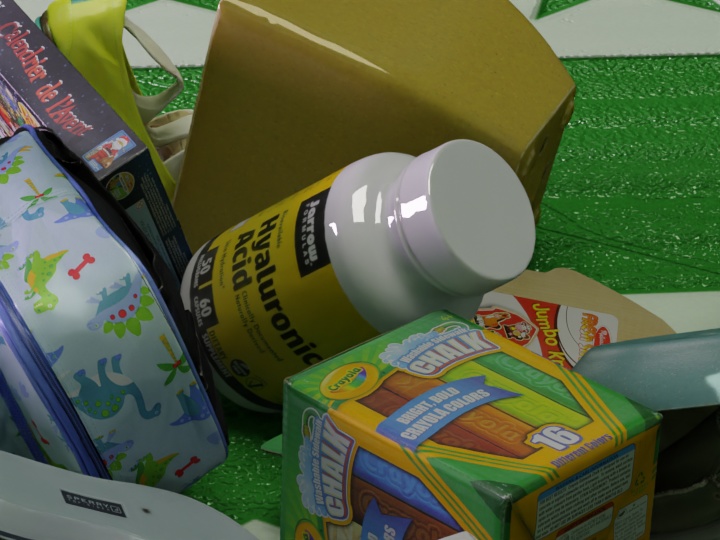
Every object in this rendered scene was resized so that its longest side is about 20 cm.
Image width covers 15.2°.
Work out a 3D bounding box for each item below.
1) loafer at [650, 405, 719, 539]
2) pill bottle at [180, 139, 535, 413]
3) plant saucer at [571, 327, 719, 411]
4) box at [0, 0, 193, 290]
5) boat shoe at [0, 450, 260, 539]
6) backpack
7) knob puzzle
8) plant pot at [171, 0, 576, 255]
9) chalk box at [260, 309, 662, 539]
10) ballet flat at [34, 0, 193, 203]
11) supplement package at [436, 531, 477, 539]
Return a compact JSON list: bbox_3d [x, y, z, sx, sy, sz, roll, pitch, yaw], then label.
[{"bbox_3d":[0.200,0.098,1.421,0.199,0.070,0.075,-13,15,37],"label":"loafer"},{"bbox_3d":[0.000,0.000,1.505,0.200,0.112,0.111,-27,5,42],"label":"pill bottle"},{"bbox_3d":[0.197,0.049,1.456,0.199,0.036,0.200,-7,0,0],"label":"plant saucer"},{"bbox_3d":[-0.170,-0.072,1.599,0.038,0.137,0.200,-34,50,-12],"label":"box"},{"bbox_3d":[-0.134,0.157,1.359,0.200,0.091,0.071,20,21,-26],"label":"boat shoe"},{"bbox_3d":[-0.166,0.046,1.444,0.147,0.183,0.200,-33,36,-13],"label":"backpack"},{"bbox_3d":[0.113,0.069,1.565,0.219,0.031,0.220,7,37,-5],"label":"knob puzzle"},{"bbox_3d":[0.018,-0.084,1.691,0.199,0.195,0.196,23,33,12],"label":"plant pot"},{"bbox_3d":[0.038,0.107,1.394,0.200,0.124,0.125,26,36,36],"label":"chalk box"},{"bbox_3d":[-0.134,-0.092,1.672,0.067,0.200,0.067,-22,40,3],"label":"ballet flat"},{"bbox_3d":[-0.007,0.217,1.192,0.199,0.122,0.120,-15,32,-27],"label":"supplement package"}]
